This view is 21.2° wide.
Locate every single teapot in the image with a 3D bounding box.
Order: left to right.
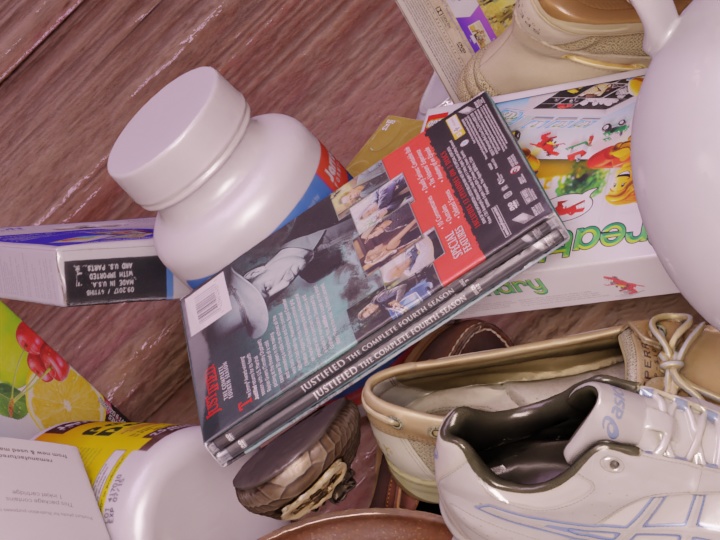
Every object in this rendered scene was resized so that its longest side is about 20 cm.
[{"bbox_3d":[0.209,-0.057,0.762,0.199,0.198,0.146,-11,-8,-16],"label":"teapot"}]

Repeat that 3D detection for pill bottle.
[{"bbox_3d":[-0.135,0.141,1.089,0.200,0.109,0.109,-4,47,52],"label":"pill bottle"},{"bbox_3d":[-0.046,-0.017,1.083,0.112,0.200,0.112,-33,29,21],"label":"pill bottle"}]

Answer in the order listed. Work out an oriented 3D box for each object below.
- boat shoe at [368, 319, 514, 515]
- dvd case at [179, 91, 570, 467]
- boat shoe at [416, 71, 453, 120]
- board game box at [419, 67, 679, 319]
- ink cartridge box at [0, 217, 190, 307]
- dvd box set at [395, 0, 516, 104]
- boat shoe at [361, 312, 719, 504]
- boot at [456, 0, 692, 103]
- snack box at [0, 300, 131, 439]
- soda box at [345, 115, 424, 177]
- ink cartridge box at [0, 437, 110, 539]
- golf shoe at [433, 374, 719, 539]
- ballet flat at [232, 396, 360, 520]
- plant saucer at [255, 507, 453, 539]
[{"bbox_3d":[0.041,0.111,0.929,0.070,0.070,0.201,-20,44,53],"label":"boat shoe"},{"bbox_3d":[0.000,0.000,0.954,0.200,0.022,0.146,-33,29,7],"label":"dvd case"},{"bbox_3d":[0.081,-0.169,1.268,0.073,0.067,0.200,-6,46,51],"label":"boat shoe"},{"bbox_3d":[0.110,-0.040,0.967,0.199,0.035,0.127,-8,49,32],"label":"board game box"},{"bbox_3d":[-0.144,-0.009,1.251,0.200,0.197,0.044,9,102,58],"label":"ink cartridge box"},{"bbox_3d":[0.114,-0.169,1.126,0.200,0.147,0.029,-25,9,42],"label":"dvd box set"},{"bbox_3d":[0.102,0.056,0.863,0.200,0.063,0.073,-8,50,15],"label":"boat shoe"},{"bbox_3d":[0.163,-0.122,1.036,0.155,0.199,0.073,128,137,-65],"label":"boot"},{"bbox_3d":[-0.231,0.138,1.190,0.053,0.142,0.200,-19,36,39],"label":"snack box"},{"bbox_3d":[0.063,-0.038,1.112,0.068,0.064,0.200,-51,27,-13],"label":"soda box"},{"bbox_3d":[-0.180,0.207,0.973,0.146,0.084,0.200,-55,44,29],"label":"ink cartridge box"},{"bbox_3d":[0.125,0.082,0.780,0.199,0.097,0.079,-10,47,14],"label":"golf shoe"},{"bbox_3d":[-0.022,0.095,0.906,0.067,0.046,0.200,-33,-2,-4],"label":"ballet flat"},{"bbox_3d":[0.003,0.196,0.813,0.199,0.037,0.201,-5,53,6],"label":"plant saucer"}]
